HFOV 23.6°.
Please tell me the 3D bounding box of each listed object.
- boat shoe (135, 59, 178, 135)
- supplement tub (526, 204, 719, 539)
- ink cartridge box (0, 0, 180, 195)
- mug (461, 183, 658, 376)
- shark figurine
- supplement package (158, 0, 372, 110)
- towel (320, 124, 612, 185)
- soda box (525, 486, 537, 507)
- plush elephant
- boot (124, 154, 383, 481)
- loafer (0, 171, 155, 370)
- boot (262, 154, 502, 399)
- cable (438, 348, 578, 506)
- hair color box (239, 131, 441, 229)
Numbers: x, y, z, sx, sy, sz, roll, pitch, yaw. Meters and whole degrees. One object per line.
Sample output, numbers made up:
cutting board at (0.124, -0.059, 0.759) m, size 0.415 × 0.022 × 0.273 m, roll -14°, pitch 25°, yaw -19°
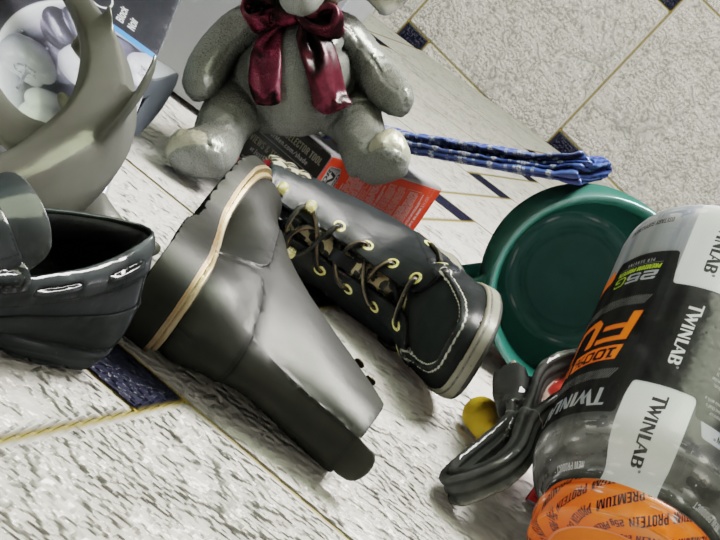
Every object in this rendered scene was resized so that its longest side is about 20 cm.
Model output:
boat shoe at (-0.176, -0.132, 1.082) m, size 0.086 × 0.075 × 0.202 m, roll 36°, pitch 10°, yaw 2°
supplement tub at (0.165, 0.074, 0.900) m, size 0.122 × 0.123 × 0.201 m, roll 33°, pitch 55°, yaw -6°
ink cartridge box at (-0.203, -0.138, 0.916) m, size 0.199 × 0.043 × 0.199 m, roll 31°, pitch 40°, yaw -17°
mug at (0.148, 0.005, 1.256) m, size 0.184 × 0.153 × 0.114 m, roll 33°, pitch 7°, yaw -6°
shark figurine at (-0.130, -0.097, 0.846) m, size 0.127 × 0.089 × 0.216 m, roll 24°, pitch 47°, yaw -27°
supplement package at (-0.102, -0.238, 1.412) m, size 0.199 × 0.192 × 0.147 m, roll 36°, pitch 11°, yaw 4°
towel at (0.082, -0.092, 1.270) m, size 0.198 × 0.024 × 0.145 m, roll 11°, pitch 7°, yaw 15°
soda box at (0.164, 0.118, 1.057) m, size 0.063 × 0.070 × 0.200 m, roll 38°, pitch 12°, yaw 13°
plush elephant at (-0.039, -0.171, 1.172) m, size 0.163 × 0.156 × 0.201 m, roll 5°, pitch 38°, yaw 2°
boot at (-0.041, 0.025, 0.877) m, size 0.138 × 0.078 × 0.200 m, roll 38°, pitch 25°, yaw -5°
loafer at (-0.154, -0.009, 0.669) m, size 0.068 × 0.071 × 0.200 m, roll 41°, pitch 13°, yaw 28°
boot at (-0.001, 0.001, 1.064) m, size 0.153 × 0.074 × 0.204 m, roll 29°, pitch 9°, yaw -15°
cable at (0.097, 0.092, 0.965) m, size 0.200 × 0.096 × 0.051 m, roll -65°, pitch 140°, yaw -72°
hair color box at (-0.025, -0.079, 1.326) m, size 0.101 × 0.062 × 0.199 m, roll 41°, pitch 12°, yaw 24°
